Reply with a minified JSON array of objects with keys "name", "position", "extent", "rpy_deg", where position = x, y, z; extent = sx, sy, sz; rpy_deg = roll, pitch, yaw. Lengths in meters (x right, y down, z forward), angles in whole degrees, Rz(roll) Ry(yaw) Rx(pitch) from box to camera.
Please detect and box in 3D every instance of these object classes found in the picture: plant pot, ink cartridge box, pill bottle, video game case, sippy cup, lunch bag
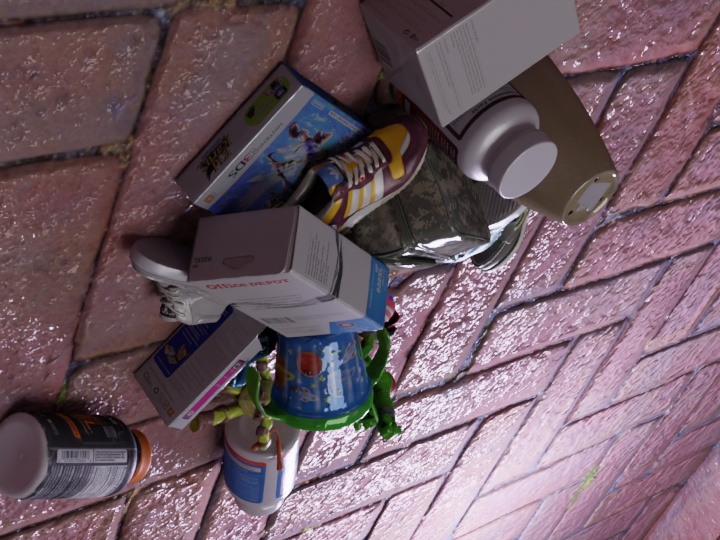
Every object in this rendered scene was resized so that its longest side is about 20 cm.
[{"name":"plant pot","position":[0.235,-0.158,1.634],"extent":[0.187,0.200,0.187],"rpy_deg":[-29,149,-20]},{"name":"ink cartridge box","position":[-0.079,0.005,1.462],"extent":[0.145,0.084,0.200],"rpy_deg":[-5,157,32]},{"name":"pill bottle","position":[-0.355,0.233,1.587],"extent":[0.106,0.106,0.200],"rpy_deg":[-50,150,18]},{"name":"ink cartridge box","position":[-0.193,0.100,1.602],"extent":[0.200,0.095,0.037],"rpy_deg":[-46,149,11]},{"name":"pill bottle","position":[-0.150,0.284,1.891],"extent":[0.112,0.112,0.200],"rpy_deg":[-24,148,-26]},{"name":"video game case","position":[-0.088,-0.127,1.461],"extent":[0.181,0.045,0.200],"rpy_deg":[-45,151,12]},{"name":"sippy cup","position":[-0.052,0.115,1.622],"extent":[0.178,0.139,0.130],"rpy_deg":[-49,143,-52]},{"name":"pill bottle","position":[0.136,-0.180,1.487],"extent":[0.113,0.200,0.113],"rpy_deg":[-29,149,-19]},{"name":"lunch bag","position":[0.054,-0.068,1.590],"extent":[0.168,0.140,0.200],"rpy_deg":[-21,172,18]}]

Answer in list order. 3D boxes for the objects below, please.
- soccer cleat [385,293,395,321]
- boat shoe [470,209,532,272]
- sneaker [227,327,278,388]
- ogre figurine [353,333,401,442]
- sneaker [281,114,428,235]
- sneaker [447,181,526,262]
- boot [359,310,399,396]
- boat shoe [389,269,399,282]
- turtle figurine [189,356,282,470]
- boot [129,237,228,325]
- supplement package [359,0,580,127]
[{"name":"soccer cleat","position":[-0.018,0.046,1.768],"extent":[0.200,0.067,0.077],"rpy_deg":[-12,121,-45]},{"name":"boat shoe","position":[0.213,-0.085,1.843],"extent":[0.060,0.072,0.202],"rpy_deg":[4,123,-49]},{"name":"sneaker","position":[-0.124,0.066,1.649],"extent":[0.200,0.082,0.073],"rpy_deg":[-49,148,14]},{"name":"ogre figurine","position":[-0.017,0.146,1.777],"extent":[0.120,0.200,0.098],"rpy_deg":[-66,179,-62]},{"name":"sneaker","position":[-0.006,-0.109,1.459],"extent":[0.200,0.075,0.090],"rpy_deg":[-45,157,6]},{"name":"sneaker","position":[0.177,-0.074,1.786],"extent":[0.200,0.074,0.082],"rpy_deg":[-30,154,33]},{"name":"boot","position":[0.029,0.127,1.919],"extent":[0.144,0.072,0.200],"rpy_deg":[-44,147,12]},{"name":"boat shoe","position":[0.000,0.000,1.720],"extent":[0.072,0.065,0.200],"rpy_deg":[-55,166,23]},{"name":"turtle figurine","position":[-0.153,0.186,1.730],"extent":[0.161,0.064,0.200],"rpy_deg":[-2,100,-29]},{"name":"boot","position":[-0.212,0.023,1.492],"extent":[0.200,0.074,0.096],"rpy_deg":[11,117,-55]},{"name":"supplement package","position":[0.124,-0.280,1.401],"extent":[0.200,0.120,0.121],"rpy_deg":[-35,138,-9]}]
